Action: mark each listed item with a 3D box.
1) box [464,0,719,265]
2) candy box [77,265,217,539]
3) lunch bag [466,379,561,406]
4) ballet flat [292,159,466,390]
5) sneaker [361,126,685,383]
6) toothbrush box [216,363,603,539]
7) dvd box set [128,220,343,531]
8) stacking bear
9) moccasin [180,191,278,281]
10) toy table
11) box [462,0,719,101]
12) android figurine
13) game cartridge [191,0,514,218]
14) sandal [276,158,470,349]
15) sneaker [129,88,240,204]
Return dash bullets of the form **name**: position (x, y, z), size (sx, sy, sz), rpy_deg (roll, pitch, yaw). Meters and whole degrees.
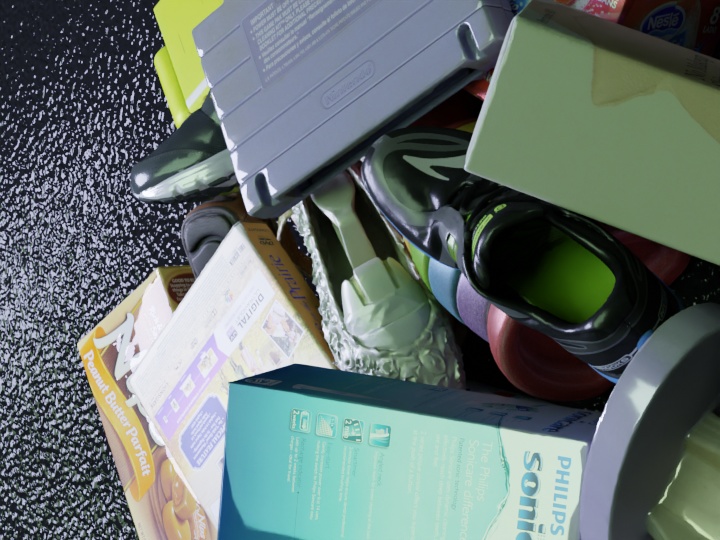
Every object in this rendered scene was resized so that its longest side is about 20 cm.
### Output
- **box**: position (0.157, -0.056, 0.863), size (0.199, 0.095, 0.078), rpy_deg (20, 108, 5)
- **candy box**: position (-0.119, 0.111, 1.257), size (0.115, 0.055, 0.201), rpy_deg (-39, 63, 40)
- **lunch bag**: position (0.060, 0.166, 1.056), size (0.160, 0.075, 0.201), rpy_deg (11, 98, 48)
- **ballet flat**: position (0.000, 0.000, 1.044), size (0.072, 0.071, 0.200), rpy_deg (-54, 45, 32)
- **sneaker**: position (0.073, -0.020, 0.884), size (0.071, 0.083, 0.199), rpy_deg (-51, 53, 1)
- **toothbrush box**: position (0.031, 0.137, 0.953), size (0.199, 0.085, 0.147), rpy_deg (7, 97, 24)
- **dvd box set**: position (-0.052, 0.091, 1.091), size (0.200, 0.029, 0.147), rpy_deg (54, 124, 29)
- **stacking bear**: position (0.071, -0.037, 1.020), size (0.200, 0.113, 0.122), rpy_deg (52, 128, 39)
- **moccasin**: position (-0.062, 0.048, 1.184), size (0.073, 0.078, 0.202), rpy_deg (-17, 94, 30)
- **toy table**: position (0.189, 0.115, 0.858), size (0.184, 0.200, 0.117), rpy_deg (-47, 54, -11)
- **box**: position (0.092, -0.148, 0.999), size (0.200, 0.095, 0.100), rpy_deg (37, 116, 40)
- **android figurine**: position (-0.074, -0.163, 1.205), size (0.182, 0.041, 0.201), rpy_deg (-46, 53, 31)
- **game cartridge**: position (-0.007, -0.130, 1.004), size (0.200, 0.038, 0.130), rpy_deg (-32, 63, 37)
- **sandal**: position (-0.017, -0.024, 1.135), size (0.212, 0.069, 0.078), rpy_deg (50, 125, 34)
- **sneaker**: position (-0.060, -0.109, 1.114), size (0.199, 0.074, 0.085), rpy_deg (-30, 84, 10)
